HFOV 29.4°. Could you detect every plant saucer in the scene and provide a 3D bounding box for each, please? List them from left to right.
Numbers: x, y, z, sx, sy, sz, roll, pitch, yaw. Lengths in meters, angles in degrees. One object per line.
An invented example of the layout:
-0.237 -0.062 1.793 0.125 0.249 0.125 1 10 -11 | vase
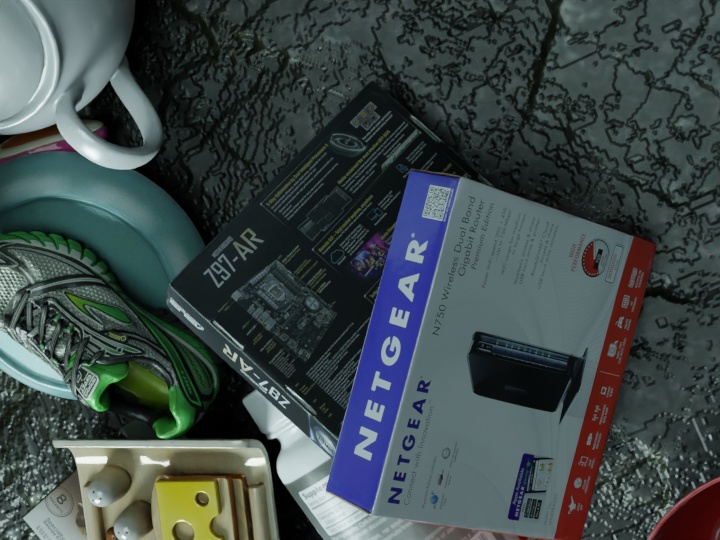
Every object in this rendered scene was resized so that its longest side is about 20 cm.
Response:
-0.203 0.013 0.972 0.199 0.027 0.201 2 117 5 | plant saucer

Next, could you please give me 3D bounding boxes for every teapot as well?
-0.241 -0.159 0.883 0.199 0.146 0.198 -5 127 6 | teapot

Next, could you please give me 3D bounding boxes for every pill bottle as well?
0.015 0.141 0.924 0.114 0.114 0.200 -36 89 18 | pill bottle

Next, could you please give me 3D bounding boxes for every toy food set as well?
-0.128 0.207 0.918 0.143 0.060 0.201 -3 101 16 | toy food set

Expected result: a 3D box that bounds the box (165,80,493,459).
0.000 0.000 0.878 0.160 0.044 0.200 41 69 4 | box

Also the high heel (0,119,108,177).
-0.256 -0.040 0.995 0.199 0.067 0.096 -21 108 12 | high heel

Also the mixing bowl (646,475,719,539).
0.275 0.201 0.866 0.199 0.108 0.202 3 101 16 | mixing bowl

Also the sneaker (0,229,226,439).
-0.185 0.042 0.922 0.199 0.085 0.078 28 117 -8 | sneaker

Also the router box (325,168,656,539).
0.084 0.058 0.839 0.049 0.179 0.201 15 90 52 | router box

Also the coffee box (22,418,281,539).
-0.131 0.210 0.994 0.113 0.080 0.200 -40 89 20 | coffee box
